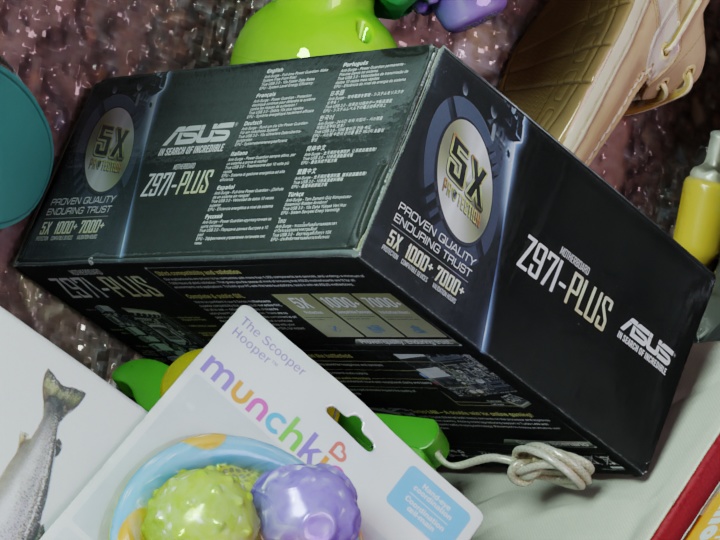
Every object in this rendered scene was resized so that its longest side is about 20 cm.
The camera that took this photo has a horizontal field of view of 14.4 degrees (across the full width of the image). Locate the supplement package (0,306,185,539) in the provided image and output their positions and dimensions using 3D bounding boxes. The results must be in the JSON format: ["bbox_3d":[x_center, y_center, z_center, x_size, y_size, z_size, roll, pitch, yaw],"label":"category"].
[{"bbox_3d":[-0.164,0.070,0.965,0.200,0.117,0.117,38,63,-35],"label":"supplement package"}]

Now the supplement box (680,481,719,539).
[{"bbox_3d":[0.197,0.151,1.020,0.200,0.073,0.126,54,55,-24],"label":"supplement box"}]

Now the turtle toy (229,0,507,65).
[{"bbox_3d":[0.009,-0.137,1.125,0.200,0.146,0.101,-58,145,-26],"label":"turtle toy"}]

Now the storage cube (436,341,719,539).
[{"bbox_3d":[0.102,0.150,1.099,0.200,0.171,0.180,-51,120,-31],"label":"storage cube"}]

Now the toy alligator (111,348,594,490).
[{"bbox_3d":[-0.014,0.074,1.050,0.054,0.200,0.059,-66,151,-23],"label":"toy alligator"}]

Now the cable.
[{"bbox_3d":[0.155,0.040,1.316,0.097,0.050,0.200,31,81,-50],"label":"cable"}]

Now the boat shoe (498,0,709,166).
[{"bbox_3d":[0.122,-0.105,1.253,0.069,0.074,0.200,40,63,-27],"label":"boat shoe"}]

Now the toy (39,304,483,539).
[{"bbox_3d":[-0.043,0.105,0.934,0.115,0.047,0.200,42,57,-3],"label":"toy"}]

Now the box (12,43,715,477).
[{"bbox_3d":[0.000,0.000,1.057,0.164,0.200,0.086,36,66,-35],"label":"box"}]

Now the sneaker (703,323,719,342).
[{"bbox_3d":[0.189,0.106,1.291,0.108,0.067,0.202,-11,114,-48],"label":"sneaker"}]

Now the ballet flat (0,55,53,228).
[{"bbox_3d":[-0.168,-0.054,0.981,0.200,0.071,0.069,13,92,-77],"label":"ballet flat"}]
